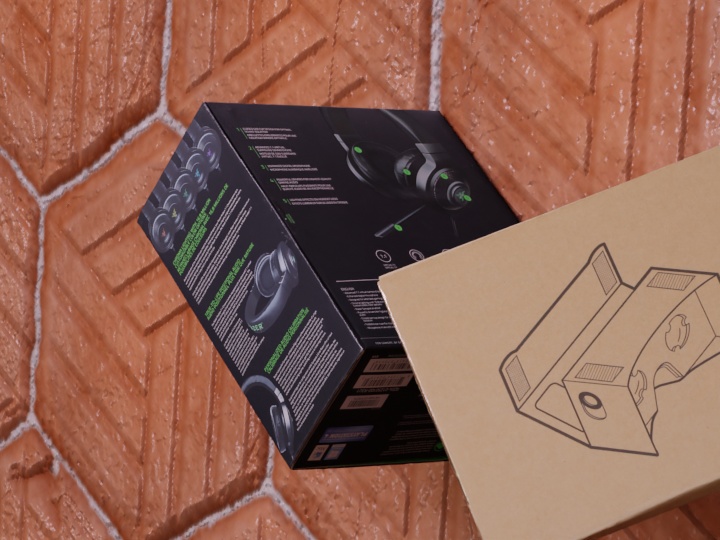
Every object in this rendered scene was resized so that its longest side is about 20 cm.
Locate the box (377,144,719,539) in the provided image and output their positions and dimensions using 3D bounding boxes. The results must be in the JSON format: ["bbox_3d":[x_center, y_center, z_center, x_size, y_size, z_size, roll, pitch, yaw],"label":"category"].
[{"bbox_3d":[0.129,0.041,1.433,0.021,0.199,0.164,77,172,-67],"label":"box"}]

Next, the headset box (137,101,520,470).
[{"bbox_3d":[0.000,0.000,1.571,0.200,0.174,0.093,56,129,32],"label":"headset box"}]
